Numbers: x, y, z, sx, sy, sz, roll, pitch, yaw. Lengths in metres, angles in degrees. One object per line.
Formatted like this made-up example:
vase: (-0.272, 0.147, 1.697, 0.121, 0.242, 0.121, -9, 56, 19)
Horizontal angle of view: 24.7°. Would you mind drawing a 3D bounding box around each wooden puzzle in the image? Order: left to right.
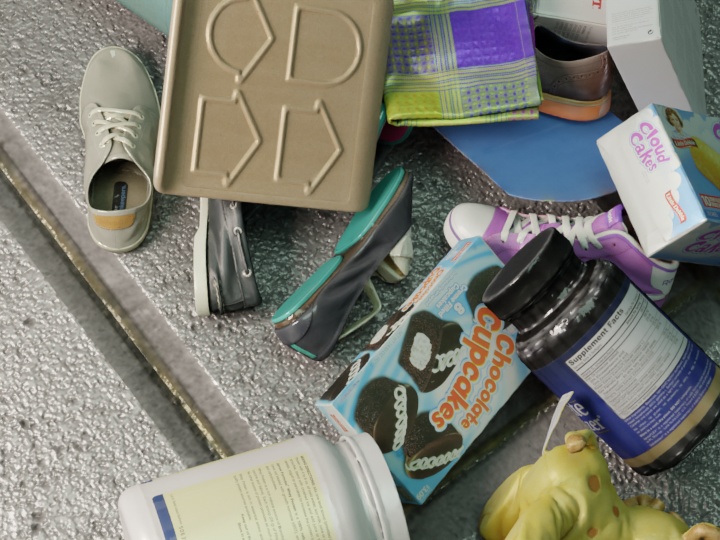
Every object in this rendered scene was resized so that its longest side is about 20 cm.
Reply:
wooden puzzle: (-0.074, -0.149, 1.365, 0.199, 0.046, 0.187, 4, 98, -26)

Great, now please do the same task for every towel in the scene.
towel: (0.082, -0.218, 1.441, 0.143, 0.023, 0.201, -4, 65, 0)

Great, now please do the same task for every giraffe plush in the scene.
giraffe plush: (0.185, 0.221, 1.279, 0.162, 0.173, 0.201, 31, 83, -5)

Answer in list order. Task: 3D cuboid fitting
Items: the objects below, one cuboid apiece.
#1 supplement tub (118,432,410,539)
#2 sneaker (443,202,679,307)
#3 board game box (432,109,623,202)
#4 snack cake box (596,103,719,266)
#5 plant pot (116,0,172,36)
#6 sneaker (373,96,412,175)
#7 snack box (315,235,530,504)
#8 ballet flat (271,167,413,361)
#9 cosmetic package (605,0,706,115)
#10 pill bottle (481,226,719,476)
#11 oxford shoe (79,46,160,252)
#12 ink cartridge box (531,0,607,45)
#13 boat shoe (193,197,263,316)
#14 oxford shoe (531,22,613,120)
supplement tub: (-0.073, 0.210, 1.257, 0.199, 0.145, 0.146, -15, 68, -13)
sneaker: (0.176, -0.031, 1.405, 0.199, 0.115, 0.073, 23, 46, 1)
board game box: (0.158, -0.108, 1.474, 0.157, 0.039, 0.200, -21, 45, -26)
snack cake box: (0.303, -0.068, 1.411, 0.199, 0.067, 0.116, 4, 59, -46)
plant pot: (-0.157, -0.297, 1.465, 0.195, 0.201, 0.201, 30, 66, 17)
sneaker: (-0.008, -0.159, 1.464, 0.120, 0.084, 0.201, 8, 73, 3)
snack box: (0.067, 0.081, 1.364, 0.116, 0.037, 0.200, 48, 67, -15)
ballet flat: (0.000, 0.000, 1.410, 0.073, 0.073, 0.200, 32, 60, 9)
cosmetic package: (0.263, -0.215, 1.459, 0.051, 0.200, 0.152, -7, 63, 22)
pill bottle: (0.199, 0.063, 1.343, 0.200, 0.112, 0.112, 44, 67, -6)
oxford shoe: (-0.211, -0.114, 1.439, 0.075, 0.058, 0.201, -1, 64, -4)
ink cartridge box: (0.144, -0.282, 1.539, 0.199, 0.083, 0.148, 10, 65, -1)
boat shoe: (-0.106, -0.059, 1.412, 0.066, 0.075, 0.201, 1, 68, 1)
oxford shoe: (0.133, -0.197, 1.488, 0.199, 0.073, 0.071, 13, 40, 11)
